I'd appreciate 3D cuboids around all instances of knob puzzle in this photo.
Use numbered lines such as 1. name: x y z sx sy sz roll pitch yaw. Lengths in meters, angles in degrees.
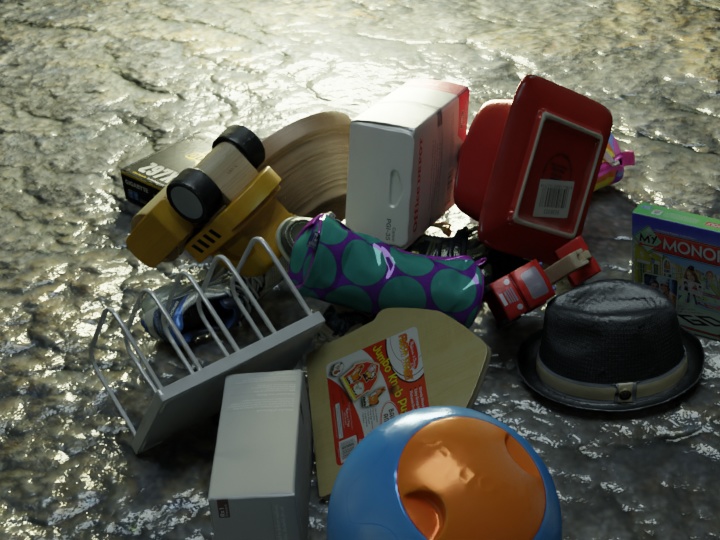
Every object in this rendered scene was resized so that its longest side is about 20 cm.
1. knob puzzle: 0.043 0.122 1.550 0.219 0.030 0.221 -19 49 23

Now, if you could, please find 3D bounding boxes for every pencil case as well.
1. pencil case: 0.035 0.098 1.645 0.089 0.078 0.200 -17 31 -39
2. pencil case: 0.247 -0.118 1.969 0.199 0.089 0.088 -26 36 -27
3. pencil case: 0.028 0.004 1.650 0.199 0.093 0.085 17 -5 -13

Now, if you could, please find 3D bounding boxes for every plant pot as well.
1. plant pot: -0.070 -0.097 1.926 0.200 0.201 0.093 -25 70 -29

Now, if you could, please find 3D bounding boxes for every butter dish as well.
1. butter dish: 0.177 -0.123 1.827 0.147 0.201 0.199 17 3 41

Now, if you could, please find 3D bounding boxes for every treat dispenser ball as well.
1. treat dispenser ball: 0.071 0.216 1.325 0.200 0.202 0.201 -4 31 2

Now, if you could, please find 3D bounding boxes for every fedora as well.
1. fedora: 0.263 0.066 1.646 0.199 0.092 0.201 -4 31 2

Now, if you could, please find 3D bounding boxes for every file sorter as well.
1. file sorter: -0.166 0.073 1.619 0.199 0.139 0.125 -26 73 -30

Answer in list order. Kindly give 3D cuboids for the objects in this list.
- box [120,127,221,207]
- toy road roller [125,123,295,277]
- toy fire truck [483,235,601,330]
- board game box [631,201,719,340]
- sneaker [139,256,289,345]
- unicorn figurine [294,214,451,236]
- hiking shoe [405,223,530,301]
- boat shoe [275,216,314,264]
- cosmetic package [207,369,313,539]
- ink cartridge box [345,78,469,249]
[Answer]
1. box: -0.197 -0.119 2.077 0.199 0.050 0.159 24 43 39
2. toy road roller: -0.159 -0.054 1.776 0.123 0.146 0.200 -49 9 -38
3. toy fire truck: 0.203 0.010 1.719 0.141 0.049 0.200 -30 -5 -2
4. board game box: 0.387 0.011 1.680 0.199 0.135 0.029 16 37 32
5. sneaker: -0.149 0.032 1.792 0.199 0.077 0.085 -32 33 -20
6. unicorn figurine: 0.025 -0.045 1.908 0.137 0.074 0.200 8 17 24
7. hiking shoe: 0.104 0.001 1.799 0.199 0.076 0.101 -21 31 -26
8. boat shoe: 0.001 -0.003 1.719 0.201 0.072 0.060 30 -14 -10
9. cosmetic package: -0.092 0.193 1.483 0.090 0.107 0.200 -5 32 1
10. ink cartridge box: 0.056 -0.129 1.824 0.082 0.147 0.200 12 24 19
